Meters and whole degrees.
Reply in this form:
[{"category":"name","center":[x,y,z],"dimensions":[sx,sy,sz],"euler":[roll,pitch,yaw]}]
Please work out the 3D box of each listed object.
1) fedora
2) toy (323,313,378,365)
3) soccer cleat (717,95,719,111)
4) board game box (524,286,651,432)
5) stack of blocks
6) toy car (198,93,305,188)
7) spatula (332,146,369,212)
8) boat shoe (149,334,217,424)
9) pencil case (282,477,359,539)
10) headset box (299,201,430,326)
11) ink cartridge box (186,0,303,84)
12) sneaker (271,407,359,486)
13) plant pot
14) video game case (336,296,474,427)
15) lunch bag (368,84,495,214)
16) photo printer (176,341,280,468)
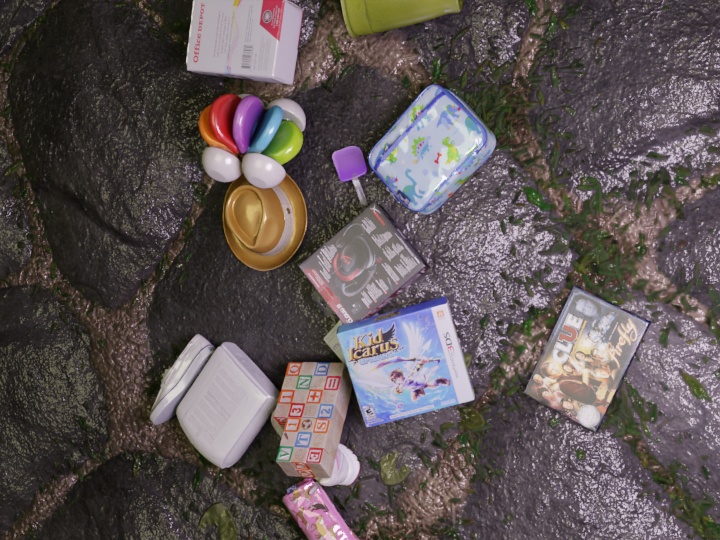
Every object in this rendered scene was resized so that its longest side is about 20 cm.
[{"category":"fedora","center":[-0.197,-0.100,1.821],"dimensions":[0.199,0.082,0.203],"euler":[1,91,25]},{"category":"toy","center":[0.022,0.159,1.743],"dimensions":[0.115,0.047,0.200],"euler":[-47,73,16]},{"category":"soccer cleat","center":[0.634,-0.213,1.461],"dimensions":[0.073,0.068,0.200],"euler":[-43,68,-6]},{"category":"board game box","center":[0.373,0.145,1.591],"dimensions":[0.135,0.035,0.201],"euler":[27,101,22]},{"category":"stack of blocks","center":[-0.092,0.266,1.730],"dimensions":[0.114,0.059,0.201],"euler":[-2,53,22]},{"category":"toy car","center":[-0.206,-0.258,1.765],"dimensions":[0.198,0.150,0.176],"euler":[11,65,24]},{"category":"spatula","center":[0.003,-0.132,1.762],"dimensions":[0.056,0.021,0.202],"euler":[-20,86,7]},{"category":"boat shoe","center":[-0.360,0.215,1.907],"dimensions":[0.066,0.072,0.201],"euler":[43,106,23]},{"category":"pencil case","center":[-0.060,0.474,1.767],"dimensions":[0.082,0.087,0.201],"euler":[-33,75,-11]},{"category":"headset box","center":[0.000,0.000,1.711],"dimensions":[0.200,0.075,0.149],"euler":[-41,80,7]},{"category":"ink cartridge box","center":[-0.220,-0.439,1.828],"dimensions":[0.199,0.085,0.149],"euler":[12,96,25]},{"category":"sneaker","center":[-0.094,0.320,1.774],"dimensions":[0.200,0.088,0.082],"euler":[38,105,21]},{"category":"plant pot","center":[0.078,-0.503,1.649],"dimensions":[0.191,0.200,0.202],"euler":[2,91,12]},{"category":"video game case","center":[0.078,0.159,1.662],"dimensions":[0.198,0.045,0.183],"euler":[-16,103,8]},{"category":"lunch bag","center":[0.120,-0.210,1.679],"dimensions":[0.200,0.082,0.161],"euler":[-45,71,17]},{"category":"photo printer","center":[-0.260,0.266,1.856],"dimensions":[0.166,0.069,0.201],"euler":[42,107,25]}]
